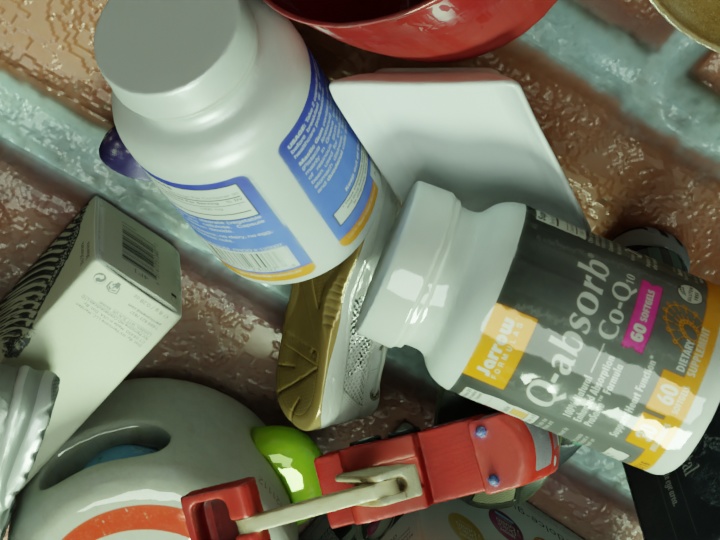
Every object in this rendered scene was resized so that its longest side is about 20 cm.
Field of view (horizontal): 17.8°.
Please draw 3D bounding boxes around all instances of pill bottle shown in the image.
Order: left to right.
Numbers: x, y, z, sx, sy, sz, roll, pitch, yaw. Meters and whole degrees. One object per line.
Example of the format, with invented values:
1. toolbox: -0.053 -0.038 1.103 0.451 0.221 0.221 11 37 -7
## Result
1. pill bottle: -0.069 -0.082 1.257 0.112 0.112 0.200 -22 148 8
2. pill bottle: 0.106 0.030 1.312 0.200 0.116 0.117 22 117 -4

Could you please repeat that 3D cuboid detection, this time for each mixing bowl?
1. mixing bowl: 0.046 -0.186 1.229 0.200 0.200 0.108 -32 138 13

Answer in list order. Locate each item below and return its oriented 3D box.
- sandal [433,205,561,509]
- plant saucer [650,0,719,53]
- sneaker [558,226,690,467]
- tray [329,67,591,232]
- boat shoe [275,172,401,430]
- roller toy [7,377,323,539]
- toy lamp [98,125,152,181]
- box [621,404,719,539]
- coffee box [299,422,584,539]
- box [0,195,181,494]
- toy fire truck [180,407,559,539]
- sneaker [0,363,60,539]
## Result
1. sandal: 0.085 0.048 1.419 0.080 0.057 0.202 -2 97 13
2. plant saucer: 0.245 -0.215 1.303 0.200 0.035 0.201 -2 121 -3
3. sneaker: 0.139 0.069 1.432 0.074 0.088 0.200 22 116 -17
4. tray: 0.061 -0.068 1.293 0.107 0.022 0.200 2 158 19
5. boat shoe: 0.000 0.000 1.398 0.069 0.071 0.201 -3 117 -34
6. roller toy: -0.130 0.175 1.436 0.182 0.140 0.200 21 114 -14
7. toy lamp: -0.108 -0.148 1.299 0.058 0.058 0.200 9 119 -10
8. box: 0.272 0.111 1.407 0.200 0.197 0.117 -36 117 15
9. coffee box: 0.050 0.266 1.478 0.199 0.198 0.200 33 113 -22
10. box: -0.195 0.056 1.400 0.068 0.082 0.200 35 111 -23
11. toy fire truck: 0.010 0.124 1.343 0.199 0.141 0.049 -15 89 16
12. sneaker: -0.245 0.133 1.364 0.082 0.075 0.200 22 107 -6
